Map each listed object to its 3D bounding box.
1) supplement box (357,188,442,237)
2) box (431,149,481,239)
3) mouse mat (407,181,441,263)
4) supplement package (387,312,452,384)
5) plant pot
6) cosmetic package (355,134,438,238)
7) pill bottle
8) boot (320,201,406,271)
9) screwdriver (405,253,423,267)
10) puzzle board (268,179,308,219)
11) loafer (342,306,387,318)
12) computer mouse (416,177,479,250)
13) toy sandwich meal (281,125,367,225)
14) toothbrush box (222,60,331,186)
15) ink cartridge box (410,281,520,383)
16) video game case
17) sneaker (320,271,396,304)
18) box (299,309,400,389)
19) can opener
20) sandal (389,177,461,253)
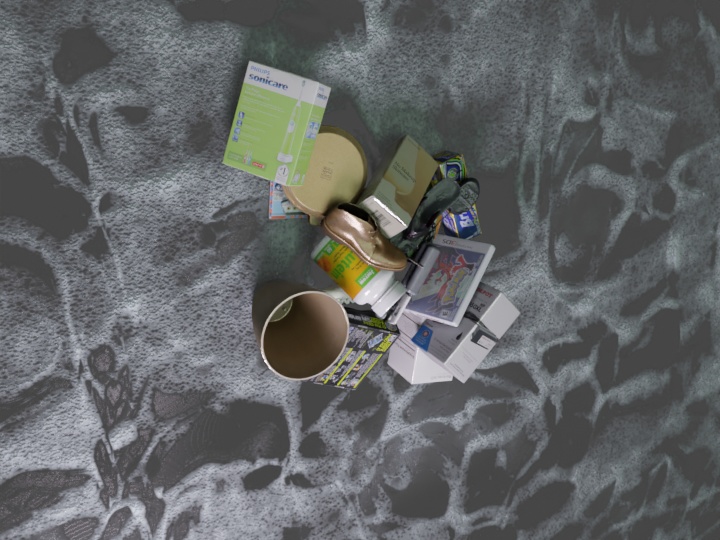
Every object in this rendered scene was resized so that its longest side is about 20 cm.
[{"bbox_3d":[0.082,-0.124,1.642,0.199,0.066,0.069,17,96,-33],"label":"supplement box"},{"bbox_3d":[0.213,-0.166,1.693,0.064,0.070,0.201,-26,116,-16],"label":"box"},{"bbox_3d":[0.120,-0.118,1.707,0.160,0.008,0.201,11,102,-30],"label":"mouse mat"},{"bbox_3d":[0.156,0.150,1.757,0.121,0.120,0.201,-1,109,-28],"label":"supplement package"},{"bbox_3d":[-0.149,0.099,1.531,0.186,0.200,0.188,-9,112,-25],"label":"plant pot"},{"bbox_3d":[0.078,-0.178,1.557,0.105,0.071,0.201,39,54,-17],"label":"cosmetic package"},{"bbox_3d":[0.000,0.000,1.574,0.200,0.111,0.111,44,84,3],"label":"pill bottle"},{"bbox_3d":[0.020,-0.067,1.506,0.199,0.074,0.075,30,132,-15],"label":"boot"},{"bbox_3d":[0.103,-0.025,1.612,0.028,0.200,0.029,-14,111,-12],"label":"screwdriver"},{"bbox_3d":[-0.095,-0.185,1.565,0.199,0.017,0.152,-4,110,-26],"label":"puzzle board"},{"bbox_3d":[-0.018,0.124,1.690,0.199,0.063,0.072,0,109,-27],"label":"loafer"},{"bbox_3d":[0.188,-0.126,1.642,0.200,0.034,0.059,-46,116,4],"label":"computer mouse"},{"bbox_3d":[-0.075,-0.199,1.526,0.204,0.070,0.206,-5,106,-17],"label":"toy sandwich meal"},{"bbox_3d":[-0.159,-0.277,1.415,0.145,0.086,0.201,19,102,11],"label":"toothbrush box"},{"bbox_3d":[0.229,0.122,1.628,0.200,0.144,0.084,-50,121,-5],"label":"ink cartridge box"},{"bbox_3d":[0.182,0.015,1.651,0.023,0.182,0.201,42,70,-43],"label":"video game case"},{"bbox_3d":[-0.006,0.026,1.662,0.199,0.075,0.082,-12,106,-32],"label":"sneaker"},{"bbox_3d":[-0.029,0.180,1.666,0.160,0.044,0.200,14,126,-34],"label":"box"},{"bbox_3d":[0.098,0.025,1.624,0.067,0.053,0.201,24,100,-25],"label":"can opener"},{"bbox_3d":[0.134,-0.120,1.588,0.075,0.048,0.201,41,91,-8],"label":"sandal"}]
